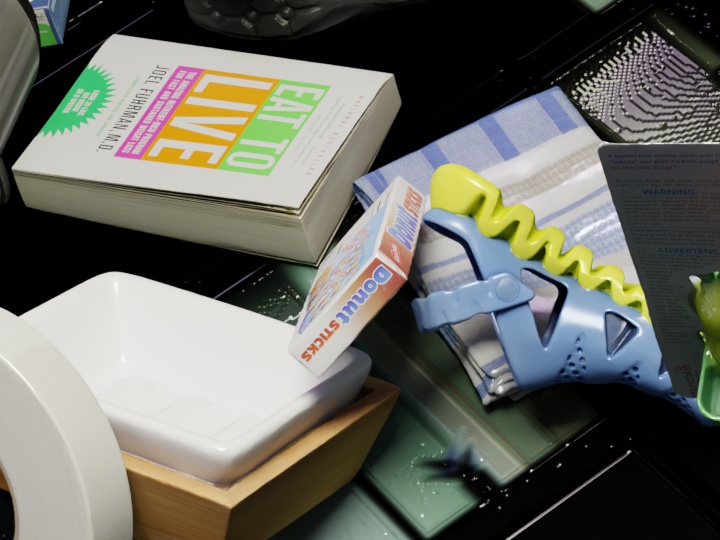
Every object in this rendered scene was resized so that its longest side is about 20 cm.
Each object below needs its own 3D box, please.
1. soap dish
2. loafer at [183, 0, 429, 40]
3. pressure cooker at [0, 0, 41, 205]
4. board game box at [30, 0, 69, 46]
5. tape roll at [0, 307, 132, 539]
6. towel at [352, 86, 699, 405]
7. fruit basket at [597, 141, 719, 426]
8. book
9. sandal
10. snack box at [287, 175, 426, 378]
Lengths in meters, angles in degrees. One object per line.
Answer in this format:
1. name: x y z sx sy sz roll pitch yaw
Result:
1. soap dish: -0.104 0.079 1.522 0.200 0.081 0.157 18 29 29
2. loafer: -0.013 -0.185 1.783 0.200 0.068 0.070 -9 10 19
3. pressure cooker: -0.295 -0.092 1.704 0.176 0.179 0.200 -26 34 44
4. board game box: -0.253 -0.224 1.901 0.135 0.034 0.200 -6 48 11
5. tape roll: -0.208 0.111 1.481 0.203 0.203 0.037 17 26 29
6. towel: 0.095 -0.019 1.622 0.147 0.024 0.200 -25 47 -8
7. fruit basket: 0.205 0.002 1.183 0.185 0.200 0.094 2 52 19
8. book: -0.091 -0.079 1.721 0.200 0.048 0.134 9 48 26
9. sandal: 0.107 0.029 1.516 0.200 0.079 0.087 32 86 7
10. snack box: 0.000 0.000 1.534 0.072 0.024 0.200 -48 6 13
